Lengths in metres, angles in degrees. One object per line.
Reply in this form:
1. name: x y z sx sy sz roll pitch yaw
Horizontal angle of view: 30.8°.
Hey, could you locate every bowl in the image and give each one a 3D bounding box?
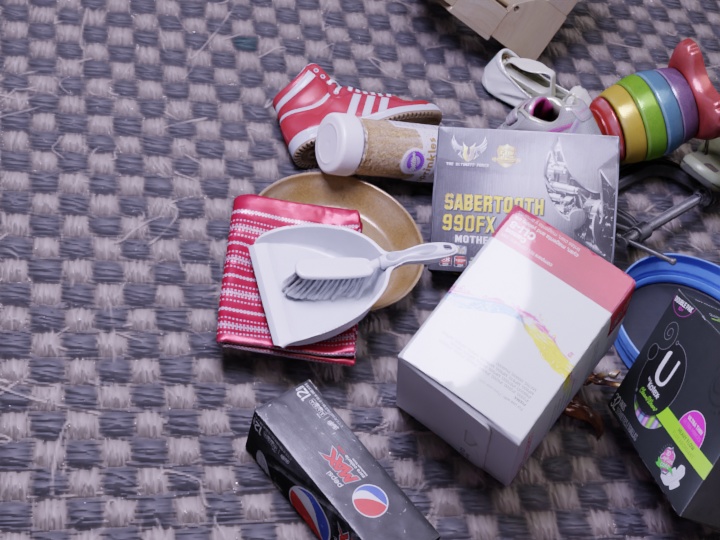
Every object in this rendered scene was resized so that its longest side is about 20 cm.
1. bowl: 0.369 0.069 1.447 0.198 0.040 0.202 9 48 -10

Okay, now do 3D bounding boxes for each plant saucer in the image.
1. plant saucer: -0.030 -0.023 1.411 0.198 0.036 0.201 8 48 -9

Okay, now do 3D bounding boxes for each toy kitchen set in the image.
1. toy kitchen set: 0.171 -0.409 1.685 0.199 0.181 0.163 29 14 -30

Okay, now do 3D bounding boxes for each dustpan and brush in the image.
1. dustpan and brush: 0.000 0.000 1.304 0.198 0.057 0.140 -4 51 -19

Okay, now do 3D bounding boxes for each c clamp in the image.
1. c clamp: 0.354 -0.076 1.565 0.170 0.027 0.199 28 44 34

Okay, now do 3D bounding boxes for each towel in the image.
1. towel: -0.069 0.005 1.337 0.143 0.023 0.201 9 48 -7

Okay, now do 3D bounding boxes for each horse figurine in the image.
1. horse figurine: 0.211 0.079 1.382 0.131 0.050 0.201 2 51 -10

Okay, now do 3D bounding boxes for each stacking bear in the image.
1. stacking bear: 0.321 -0.179 1.575 0.198 0.114 0.122 -20 76 -6

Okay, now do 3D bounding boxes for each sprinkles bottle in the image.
1. sprinkles bottle: 0.048 -0.137 1.487 0.198 0.068 0.069 2 48 -31

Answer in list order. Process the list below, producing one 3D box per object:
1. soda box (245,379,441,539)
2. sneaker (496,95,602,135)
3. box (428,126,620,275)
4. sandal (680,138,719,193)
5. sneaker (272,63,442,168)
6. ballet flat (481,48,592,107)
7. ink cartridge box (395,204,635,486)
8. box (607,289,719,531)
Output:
1. soda box: -0.020 0.201 1.197 0.070 0.064 0.200 -26 60 -33
2. sneaker: 0.201 -0.160 1.516 0.199 0.089 0.081 -2 24 42
3. box: 0.178 -0.070 1.418 0.198 0.048 0.160 5 86 7
4. sandal: 0.453 -0.141 1.618 0.079 0.058 0.201 32 24 15
5. sneaker: -0.007 -0.194 1.546 0.198 0.072 0.113 -13 58 -24
6. ballet flat: 0.244 -0.215 1.644 0.199 0.070 0.069 32 48 12
7. ink cartridge box: 0.146 0.075 1.262 0.144 0.146 0.200 34 70 15
8. box: 0.350 0.140 1.242 0.123 0.149 0.200 22 18 -18
